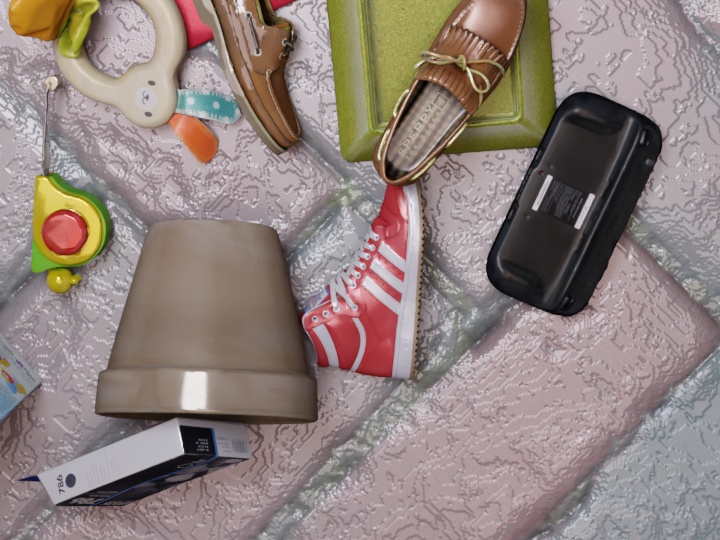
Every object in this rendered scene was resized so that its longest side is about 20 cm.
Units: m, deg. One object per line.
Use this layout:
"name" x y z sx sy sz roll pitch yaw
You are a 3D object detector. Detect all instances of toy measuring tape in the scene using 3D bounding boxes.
"toy measuring tape" -0.260 -0.076 1.653 0.073 0.074 0.201 6 100 3

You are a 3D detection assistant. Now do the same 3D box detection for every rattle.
"rattle" -0.202 -0.176 1.598 0.130 0.143 0.200 -32 92 0

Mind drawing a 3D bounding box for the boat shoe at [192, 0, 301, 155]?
"boat shoe" -0.091 -0.201 1.610 0.068 0.072 0.200 -22 108 9

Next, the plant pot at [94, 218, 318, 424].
"plant pot" -0.134 0.047 1.616 0.199 0.200 0.174 1 84 3

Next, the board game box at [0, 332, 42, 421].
"board game box" -0.378 0.114 1.623 0.103 0.200 0.105 -39 94 8

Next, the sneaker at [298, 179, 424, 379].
"sneaker" 0.000 0.000 1.646 0.112 0.071 0.201 3 101 0

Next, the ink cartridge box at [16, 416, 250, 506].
"ink cartridge box" -0.206 0.180 1.640 0.200 0.099 0.039 -22 72 31

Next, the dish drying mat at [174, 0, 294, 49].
"dish drying mat" -0.083 -0.275 1.634 0.200 0.018 0.077 -24 99 7

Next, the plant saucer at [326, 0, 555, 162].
"plant saucer" 0.071 -0.197 1.612 0.199 0.048 0.201 -5 104 4

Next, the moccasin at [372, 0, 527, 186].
"moccasin" 0.075 -0.161 1.555 0.074 0.078 0.201 38 101 -6

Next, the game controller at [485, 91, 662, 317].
"game controller" 0.193 -0.059 1.638 0.104 0.042 0.200 24 99 -3
